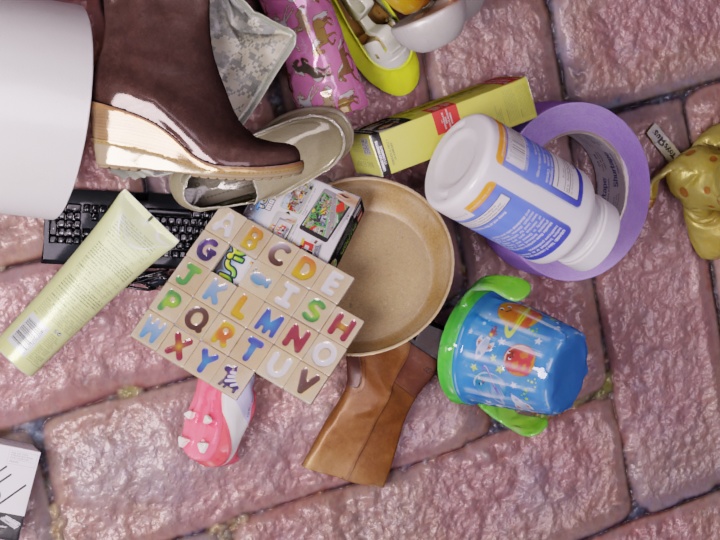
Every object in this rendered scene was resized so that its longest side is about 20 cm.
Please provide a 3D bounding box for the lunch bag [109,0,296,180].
[{"bbox_3d":[-0.168,-0.170,1.449,0.117,0.164,0.201,33,84,-18],"label":"lunch bag"}]

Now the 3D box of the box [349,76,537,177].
[{"bbox_3d":[0.088,-0.158,1.616,0.199,0.075,0.050,-21,104,-19],"label":"box"}]

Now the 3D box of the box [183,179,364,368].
[{"bbox_3d":[-0.087,-0.004,1.524,0.109,0.035,0.201,22,72,16],"label":"box"}]

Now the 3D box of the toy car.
[{"bbox_3d":[0.087,-0.336,1.527,0.149,0.200,0.176,-19,107,26],"label":"toy car"}]

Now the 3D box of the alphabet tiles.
[{"bbox_3d":[-0.105,0.045,1.482,0.199,0.008,0.168,29,73,18],"label":"alphabet tiles"}]

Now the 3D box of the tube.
[{"bbox_3d":[-0.274,0.017,1.472,0.200,0.052,0.058,-47,151,-1],"label":"tube"}]

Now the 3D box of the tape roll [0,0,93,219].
[{"bbox_3d":[-0.335,-0.154,1.358,0.138,0.202,0.204,6,94,-23],"label":"tape roll"}]

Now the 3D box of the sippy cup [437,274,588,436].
[{"bbox_3d":[0.174,0.096,1.628,0.178,0.130,0.140,37,73,-53],"label":"sippy cup"}]

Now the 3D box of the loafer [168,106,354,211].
[{"bbox_3d":[-0.099,-0.103,1.498,0.199,0.068,0.076,-22,113,6],"label":"loafer"}]

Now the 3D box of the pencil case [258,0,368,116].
[{"bbox_3d":[-0.059,-0.248,1.529,0.083,0.086,0.201,-41,115,-53],"label":"pencil case"}]

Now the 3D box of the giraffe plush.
[{"bbox_3d":[0.447,-0.104,1.731,0.199,0.162,0.173,28,85,-25],"label":"giraffe plush"}]

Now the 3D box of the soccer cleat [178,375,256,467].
[{"bbox_3d":[-0.134,0.109,1.565,0.076,0.066,0.201,25,79,-56],"label":"soccer cleat"}]

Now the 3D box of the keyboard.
[{"bbox_3d":[-0.222,-0.027,1.513,0.199,0.040,0.105,1,95,-23],"label":"keyboard"}]

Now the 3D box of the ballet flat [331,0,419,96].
[{"bbox_3d":[0.006,-0.267,1.569,0.067,0.067,0.201,-40,110,-13],"label":"ballet flat"}]

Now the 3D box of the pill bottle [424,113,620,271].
[{"bbox_3d":[0.176,-0.075,1.571,0.199,0.112,0.113,27,85,-28],"label":"pill bottle"}]

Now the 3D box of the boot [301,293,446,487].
[{"bbox_3d":[-0.017,0.123,1.625,0.187,0.068,0.201,23,97,-29],"label":"boot"}]

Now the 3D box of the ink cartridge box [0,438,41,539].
[{"bbox_3d":[-0.422,0.200,1.450,0.199,0.044,0.095,15,89,-24],"label":"ink cartridge box"}]

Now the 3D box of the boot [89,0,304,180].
[{"bbox_3d":[-0.142,-0.167,1.333,0.198,0.072,0.168,5,93,-11],"label":"boot"}]

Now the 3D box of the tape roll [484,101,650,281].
[{"bbox_3d":[0.230,-0.091,1.691,0.199,0.066,0.202,-3,97,-24],"label":"tape roll"}]

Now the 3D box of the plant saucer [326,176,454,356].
[{"bbox_3d":[0.000,0.000,1.550,0.199,0.035,0.202,-3,67,6],"label":"plant saucer"}]
